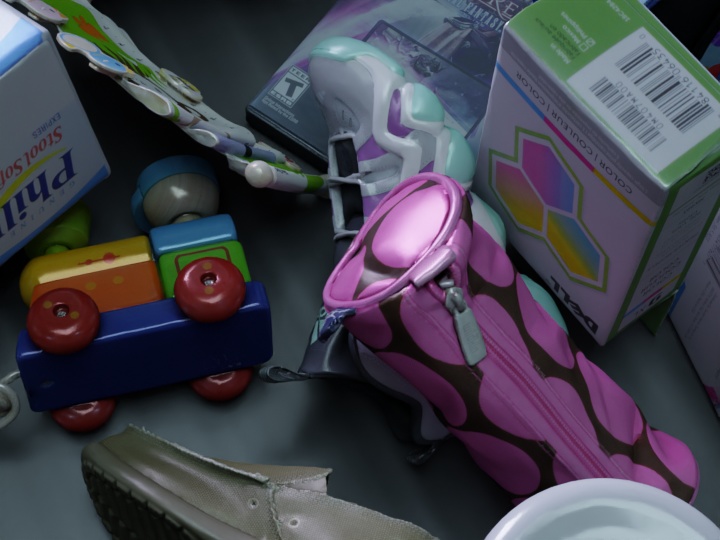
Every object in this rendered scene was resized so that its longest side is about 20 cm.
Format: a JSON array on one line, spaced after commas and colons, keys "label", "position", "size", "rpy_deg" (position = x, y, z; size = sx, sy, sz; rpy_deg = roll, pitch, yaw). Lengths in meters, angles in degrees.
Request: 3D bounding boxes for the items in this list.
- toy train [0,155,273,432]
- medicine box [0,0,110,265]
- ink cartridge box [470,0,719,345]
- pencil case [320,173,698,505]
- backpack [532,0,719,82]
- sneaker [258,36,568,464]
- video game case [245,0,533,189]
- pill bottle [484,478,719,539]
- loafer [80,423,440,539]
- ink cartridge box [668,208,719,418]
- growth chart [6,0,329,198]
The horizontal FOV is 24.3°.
[{"label": "toy train", "position": [-0.150, 0.012, 0.821], "size": [0.198, 0.085, 0.116], "rpy_deg": [-12, 54, -9]}, {"label": "medicine box", "position": [-0.257, -0.065, 0.808], "size": [0.199, 0.103, 0.182], "rpy_deg": [32, 64, 34]}, {"label": "ink cartridge box", "position": [0.108, -0.036, 0.788], "size": [0.059, 0.201, 0.104], "rpy_deg": [-33, 69, -19]}, {"label": "pencil case", "position": [0.071, 0.054, 0.742], "size": [0.200, 0.093, 0.091], "rpy_deg": [45, 75, -22]}, {"label": "backpack", "position": [0.188, -0.139, 0.834], "size": [0.180, 0.200, 0.136], "rpy_deg": [-2, 68, -11]}, {"label": "sneaker", "position": [0.000, 0.000, 0.802], "size": [0.139, 0.078, 0.201], "rpy_deg": [-36, 97, -18]}, {"label": "video game case", "position": [0.051, -0.118, 0.929], "size": [0.142, 0.019, 0.200], "rpy_deg": [33, 67, 13]}, {"label": "pill bottle", "position": [0.086, 0.171, 0.684], "size": [0.114, 0.200, 0.117], "rpy_deg": [2, 63, -3]}, {"label": "loafer", "position": [-0.042, 0.122, 0.764], "size": [0.199, 0.077, 0.067], "rpy_deg": [26, 50, 26]}, {"label": "ink cartridge box", "position": [0.217, 0.042, 0.803], "size": [0.067, 0.115, 0.201], "rpy_deg": [-17, 66, -14]}, {"label": "growth chart", "position": [-0.104, -0.097, 0.837], "size": [0.199, 0.145, 0.018], "rpy_deg": [38, 99, 7]}]
